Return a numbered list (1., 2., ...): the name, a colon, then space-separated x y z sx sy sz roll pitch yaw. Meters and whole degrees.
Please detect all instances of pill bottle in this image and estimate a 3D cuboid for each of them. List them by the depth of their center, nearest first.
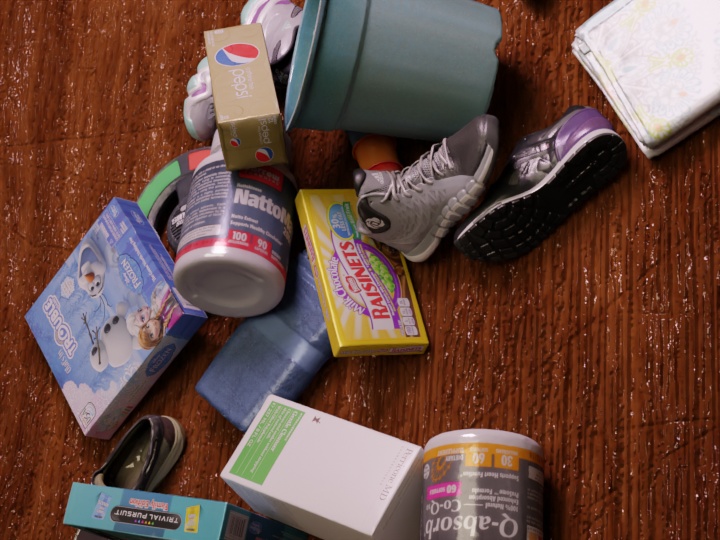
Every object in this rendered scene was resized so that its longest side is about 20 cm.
1. pill bottle: 0.113 0.257 1.514 0.116 0.116 0.200 -10 65 28
2. pill bottle: -0.130 -0.062 1.758 0.120 0.120 0.200 -13 52 27

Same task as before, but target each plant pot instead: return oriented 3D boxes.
1. plant pot: 0.035 -0.222 1.696 0.196 0.200 0.200 12 72 -8

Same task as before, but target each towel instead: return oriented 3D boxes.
1. towel: 0.330 -0.229 1.636 0.200 0.048 0.171 -36 58 14
2. towel: -0.082 0.081 1.753 0.200 0.049 0.112 -51 54 2

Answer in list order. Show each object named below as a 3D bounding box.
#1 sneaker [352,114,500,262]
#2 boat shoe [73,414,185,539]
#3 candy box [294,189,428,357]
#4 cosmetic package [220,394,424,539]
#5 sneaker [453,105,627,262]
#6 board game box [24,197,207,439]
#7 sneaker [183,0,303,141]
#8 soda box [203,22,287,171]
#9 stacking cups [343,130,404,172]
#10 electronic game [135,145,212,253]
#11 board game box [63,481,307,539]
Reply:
1. sneaker: 0.055 -0.092 1.651 0.075 0.115 0.200 -90 24 -47
2. boat shoe: -0.270 0.243 1.788 0.073 0.065 0.200 26 85 35
3. candy box: 0.000 0.000 1.711 0.026 0.102 0.200 116 145 -52
4. cosmetic package: -0.025 0.211 1.628 0.200 0.085 0.108 13 63 37
5. sneaker: 0.176 -0.090 1.666 0.200 0.076 0.088 -36 41 9
6. board game box: -0.286 0.054 1.869 0.199 0.043 0.200 -51 52 20
7. sneaker: -0.112 -0.224 1.885 0.140 0.078 0.200 28 86 38
8. soda box: -0.126 -0.190 1.754 0.068 0.064 0.200 -9 37 -3
9. stacking cups: 0.006 -0.149 1.781 0.060 0.061 0.200 -28 53 19
10. electronic game: -0.190 -0.052 1.881 0.200 0.042 0.200 -13 63 27
11. board game box: -0.179 0.267 1.669 0.200 0.151 0.047 1 71 32
